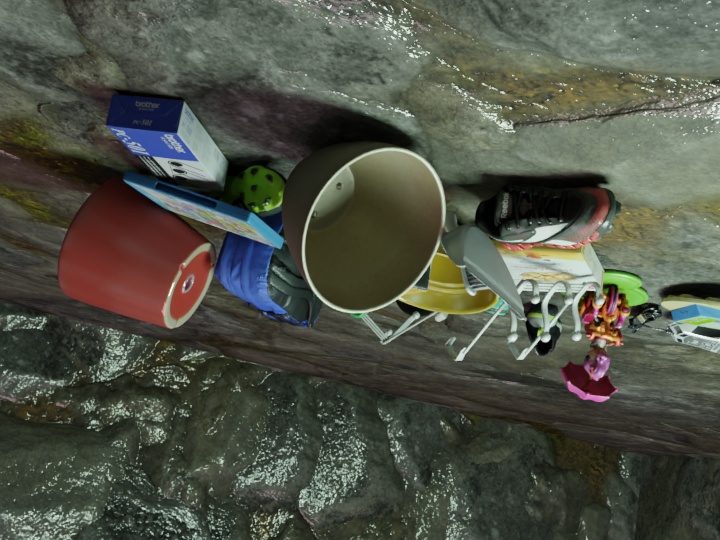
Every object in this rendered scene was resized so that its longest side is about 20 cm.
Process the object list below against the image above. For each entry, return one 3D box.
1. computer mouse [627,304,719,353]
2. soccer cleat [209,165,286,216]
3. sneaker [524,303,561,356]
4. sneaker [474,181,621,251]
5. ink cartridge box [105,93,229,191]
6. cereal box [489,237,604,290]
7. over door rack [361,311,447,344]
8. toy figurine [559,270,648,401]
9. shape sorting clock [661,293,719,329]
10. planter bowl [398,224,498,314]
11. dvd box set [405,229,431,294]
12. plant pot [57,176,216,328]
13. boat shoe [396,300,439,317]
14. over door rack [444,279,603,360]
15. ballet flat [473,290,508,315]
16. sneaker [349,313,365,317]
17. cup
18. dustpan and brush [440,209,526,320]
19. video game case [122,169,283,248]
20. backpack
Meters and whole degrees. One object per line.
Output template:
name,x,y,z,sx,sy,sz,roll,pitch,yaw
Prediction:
computer mouse,0.565,0.099,1.606,0.196,0.045,0.110,15,162,9
soccer cleat,-0.143,-0.106,1.305,0.080,0.069,0.198,9,177,-37
sneaker,0.341,0.123,1.781,0.070,0.084,0.200,7,166,17
sneaker,0.218,-0.068,1.137,0.097,0.072,0.199,18,166,-36
ink cartridge box,-0.239,-0.159,1.189,0.092,0.045,0.200,8,166,9
cereal box,0.272,-0.016,1.372,0.141,0.040,0.200,4,164,25
over door rack,0.055,0.037,1.592,0.148,0.067,0.199,47,144,-11
toy figurine,0.384,0.114,1.499,0.147,0.188,0.200,10,166,2
shape sorting clock,0.572,0.067,1.467,0.196,0.040,0.200,10,174,1
planter bowl,0.112,-0.017,1.366,0.197,0.085,0.201,13,156,6
dvd box set,0.033,-0.036,1.256,0.029,0.149,0.199,15,165,-29
plant pot,-0.327,-0.015,1.418,0.175,0.203,0.201,26,170,13
boat shoe,0.145,0.046,1.652,0.073,0.077,0.198,-1,-177,-41
over door rack,0.241,0.085,1.359,0.146,0.068,0.200,3,147,-35
ballet flat,0.186,0.015,1.478,0.066,0.072,0.200,11,-173,-20
sneaker,0.000,0.000,1.466,0.073,0.084,0.202,15,142,24
cup,-0.018,-0.071,1.123,0.199,0.203,0.143,23,-172,-41
dustpan and brush,0.138,-0.027,1.207,0.057,0.202,0.139,-33,130,25
video game case,-0.216,-0.084,1.304,0.197,0.018,0.143,19,173,16
backpack,-0.144,-0.010,1.463,0.165,0.166,0.200,9,168,20
